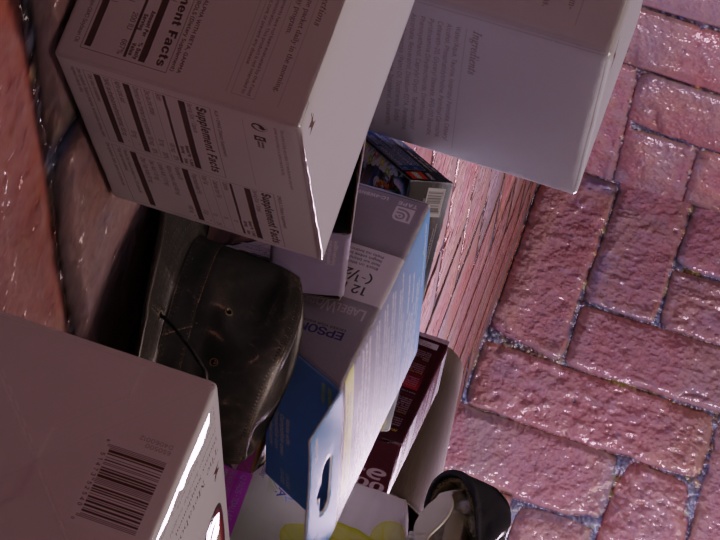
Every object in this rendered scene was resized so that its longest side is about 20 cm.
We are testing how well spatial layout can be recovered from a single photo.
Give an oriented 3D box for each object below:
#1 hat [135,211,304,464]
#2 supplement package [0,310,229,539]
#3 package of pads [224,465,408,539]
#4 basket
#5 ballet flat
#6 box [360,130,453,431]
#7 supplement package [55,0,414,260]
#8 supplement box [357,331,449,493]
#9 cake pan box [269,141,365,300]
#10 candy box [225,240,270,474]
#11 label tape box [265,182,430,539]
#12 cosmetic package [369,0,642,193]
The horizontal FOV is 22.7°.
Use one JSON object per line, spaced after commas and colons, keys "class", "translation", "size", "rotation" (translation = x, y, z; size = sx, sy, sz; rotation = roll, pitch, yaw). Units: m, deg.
{"class": "hat", "translation": [-0.074, 0.042, 0.979], "size": [0.201, 0.080, 0.203], "rotation": [9, 90, -84]}
{"class": "supplement package", "translation": [-0.125, 0.122, 0.762], "size": [0.201, 0.109, 0.114], "rotation": [93, 17, -60]}
{"class": "package of pads", "translation": [-0.051, 0.201, 1.173], "size": [0.200, 0.153, 0.069], "rotation": [-73, -179, -63]}
{"class": "basket", "translation": [0.031, 0.175, 1.866], "size": [0.181, 0.135, 0.201], "rotation": [85, 19, -56]}
{"class": "ballet flat", "translation": [0.049, 0.209, 1.151], "size": [0.073, 0.072, 0.201], "rotation": [98, 8, -47]}
{"class": "box", "translation": [0.000, 0.000, 1.344], "size": [0.137, 0.040, 0.202], "rotation": [44, -54, 55]}
{"class": "supplement package", "translation": [-0.039, -0.134, 0.816], "size": [0.156, 0.110, 0.202], "rotation": [83, 25, -70]}
{"class": "supplement box", "translation": [0.006, 0.116, 1.637], "size": [0.200, 0.108, 0.061], "rotation": [-56, 162, -61]}
{"class": "cake pan box", "translation": [-0.019, -0.112, 1.040], "size": [0.185, 0.052, 0.201], "rotation": [96, -3, -45]}
{"class": "candy box", "translation": [-0.060, 0.051, 1.221], "size": [0.200, 0.060, 0.138], "rotation": [-21, 126, -79]}
{"class": "label tape box", "translation": [-0.020, 0.065, 1.108], "size": [0.144, 0.066, 0.201], "rotation": [93, 20, -47]}
{"class": "cosmetic package", "translation": [0.093, -0.190, 1.278], "size": [0.167, 0.198, 0.168], "rotation": [94, 16, -58]}
